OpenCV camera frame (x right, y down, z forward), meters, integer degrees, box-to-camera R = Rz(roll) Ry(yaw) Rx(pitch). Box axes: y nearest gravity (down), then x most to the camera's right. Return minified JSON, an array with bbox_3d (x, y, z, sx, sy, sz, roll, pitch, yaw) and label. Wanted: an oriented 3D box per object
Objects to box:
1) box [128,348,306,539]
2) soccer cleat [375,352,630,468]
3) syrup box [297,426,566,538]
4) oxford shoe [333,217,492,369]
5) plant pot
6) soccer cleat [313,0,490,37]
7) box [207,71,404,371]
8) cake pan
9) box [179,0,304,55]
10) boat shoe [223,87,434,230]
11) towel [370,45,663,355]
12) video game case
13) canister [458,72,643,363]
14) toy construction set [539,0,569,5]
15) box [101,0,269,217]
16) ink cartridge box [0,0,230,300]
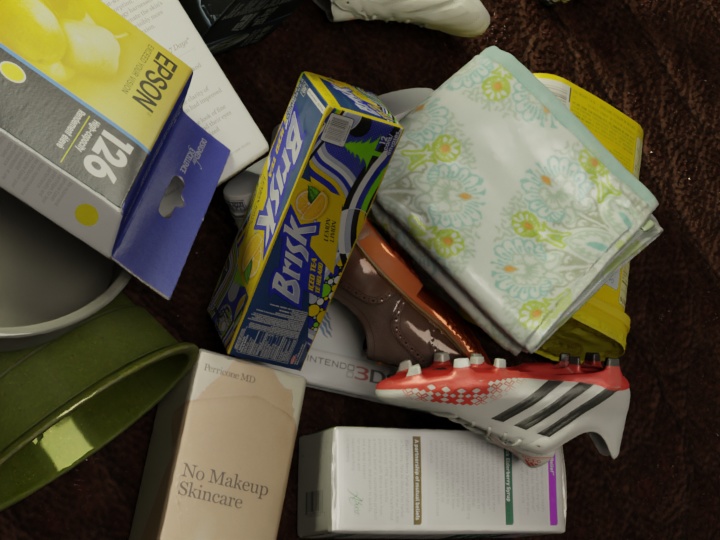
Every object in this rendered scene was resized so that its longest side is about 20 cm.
[{"bbox_3d":[-0.110,0.167,1.073,0.094,0.078,0.202,15,75,-22],"label":"box"},{"bbox_3d":[0.109,0.106,1.104,0.198,0.069,0.086,0,92,-14],"label":"soccer cleat"},{"bbox_3d":[0.056,0.167,1.144,0.198,0.079,0.082,5,77,-22],"label":"syrup box"},{"bbox_3d":[0.043,0.053,1.157,0.073,0.071,0.200,-39,104,7],"label":"oxford shoe"},{"bbox_3d":[-0.242,0.036,0.999,0.199,0.200,0.191,-32,82,-25],"label":"plant pot"},{"bbox_3d":[0.011,-0.229,1.214,0.198,0.069,0.078,24,76,-9],"label":"soccer cleat"},{"bbox_3d":[-0.042,-0.035,1.065,0.064,0.070,0.202,14,112,-27],"label":"box"},{"bbox_3d":[-0.235,-0.030,0.925,0.198,0.037,0.202,12,48,-14],"label":"cake pan"},{"bbox_3d":[-0.102,-0.267,1.096,0.085,0.200,0.165,-20,89,-26],"label":"box"},{"bbox_3d":[-0.014,-0.075,1.152,0.199,0.071,0.070,-34,119,-27],"label":"boat shoe"},{"bbox_3d":[0.111,-0.054,1.112,0.200,0.048,0.171,45,65,9],"label":"towel"},{"bbox_3d":[0.000,0.000,1.185,0.180,0.022,0.202,14,74,-20],"label":"video game case"},{"bbox_3d":[0.162,-0.043,1.211,0.148,0.086,0.202,25,64,-31],"label":"canister"},{"bbox_3d":[0.181,-0.314,1.292,0.199,0.092,0.131,39,67,0],"label":"toy construction set"},{"bbox_3d":[-0.191,-0.125,1.082,0.152,0.106,0.201,-34,94,-24],"label":"box"},{"bbox_3d":[-0.173,-0.101,0.945,0.199,0.047,0.198,33,31,-13],"label":"ink cartridge box"}]
